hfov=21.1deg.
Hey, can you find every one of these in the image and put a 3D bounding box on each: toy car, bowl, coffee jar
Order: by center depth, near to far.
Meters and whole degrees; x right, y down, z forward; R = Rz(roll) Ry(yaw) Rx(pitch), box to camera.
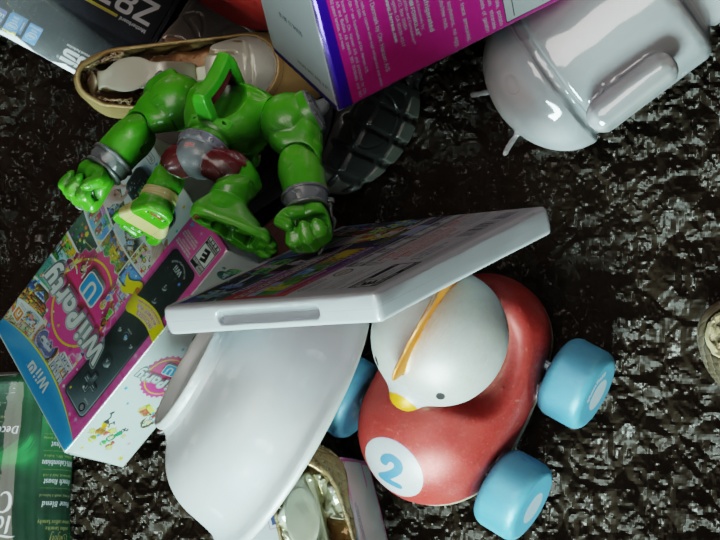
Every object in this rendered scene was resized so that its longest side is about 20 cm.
[{"bbox_3d":[0.051,0.068,1.341,0.184,0.200,0.177,29,85,23],"label":"toy car"},{"bbox_3d":[-0.082,0.088,1.344,0.090,0.201,0.202,30,94,-11],"label":"bowl"},{"bbox_3d":[-0.274,0.183,1.518,0.104,0.085,0.201,-6,81,20],"label":"coffee jar"}]

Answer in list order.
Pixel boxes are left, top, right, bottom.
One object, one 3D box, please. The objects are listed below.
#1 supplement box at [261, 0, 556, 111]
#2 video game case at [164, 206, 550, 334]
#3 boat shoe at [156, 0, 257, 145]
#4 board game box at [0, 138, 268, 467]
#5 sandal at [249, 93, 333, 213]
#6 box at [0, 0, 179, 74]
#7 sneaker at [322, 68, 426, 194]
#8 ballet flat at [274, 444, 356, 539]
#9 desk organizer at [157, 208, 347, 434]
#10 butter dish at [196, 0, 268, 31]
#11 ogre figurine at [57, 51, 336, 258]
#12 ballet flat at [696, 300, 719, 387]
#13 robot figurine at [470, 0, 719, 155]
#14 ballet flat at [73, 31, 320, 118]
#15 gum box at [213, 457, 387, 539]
[{"bbox_3d":[0.038,-0.210,1.314,0.199,0.104,0.101,-27,41,-16],"label":"supplement box"},{"bbox_3d":[0.000,0.000,1.283,0.182,0.200,0.023,-5,104,39],"label":"video game case"},{"bbox_3d":[-0.112,-0.181,1.515,0.074,0.073,0.201,27,83,1],"label":"boat shoe"},{"bbox_3d":[-0.170,0.023,1.449,0.200,0.064,0.148,-51,50,16],"label":"board game box"},{"bbox_3d":[-0.092,-0.078,1.474,0.200,0.043,0.076,-44,42,24],"label":"sandal"},{"bbox_3d":[-0.234,-0.252,1.513,0.199,0.049,0.162,28,104,-22],"label":"box"},{"bbox_3d":[0.010,-0.154,1.476,0.079,0.075,0.201,30,95,44],"label":"sneaker"},{"bbox_3d":[-0.026,0.218,1.356,0.070,0.065,0.201,-21,76,13],"label":"ballet flat"},{"bbox_3d":[-0.083,0.037,1.474,0.200,0.072,0.077,-40,69,11],"label":"desk organizer"},{"bbox_3d":[-0.050,-0.244,1.417,0.148,0.199,0.200,40,82,-22],"label":"butter dish"},{"bbox_3d":[-0.100,-0.079,1.345,0.199,0.098,0.120,2,61,40],"label":"ogre figurine"},{"bbox_3d":[0.303,0.098,1.329,0.067,0.046,0.200,-40,71,11],"label":"ballet flat"},{"bbox_3d":[0.170,-0.163,1.381,0.200,0.113,0.170,-36,33,13],"label":"robot figurine"},{"bbox_3d":[-0.119,-0.141,1.426,0.199,0.063,0.069,-5,85,17],"label":"ballet flat"},{"bbox_3d":[-0.031,0.250,1.424,0.113,0.066,0.201,-18,76,17],"label":"gum box"}]
